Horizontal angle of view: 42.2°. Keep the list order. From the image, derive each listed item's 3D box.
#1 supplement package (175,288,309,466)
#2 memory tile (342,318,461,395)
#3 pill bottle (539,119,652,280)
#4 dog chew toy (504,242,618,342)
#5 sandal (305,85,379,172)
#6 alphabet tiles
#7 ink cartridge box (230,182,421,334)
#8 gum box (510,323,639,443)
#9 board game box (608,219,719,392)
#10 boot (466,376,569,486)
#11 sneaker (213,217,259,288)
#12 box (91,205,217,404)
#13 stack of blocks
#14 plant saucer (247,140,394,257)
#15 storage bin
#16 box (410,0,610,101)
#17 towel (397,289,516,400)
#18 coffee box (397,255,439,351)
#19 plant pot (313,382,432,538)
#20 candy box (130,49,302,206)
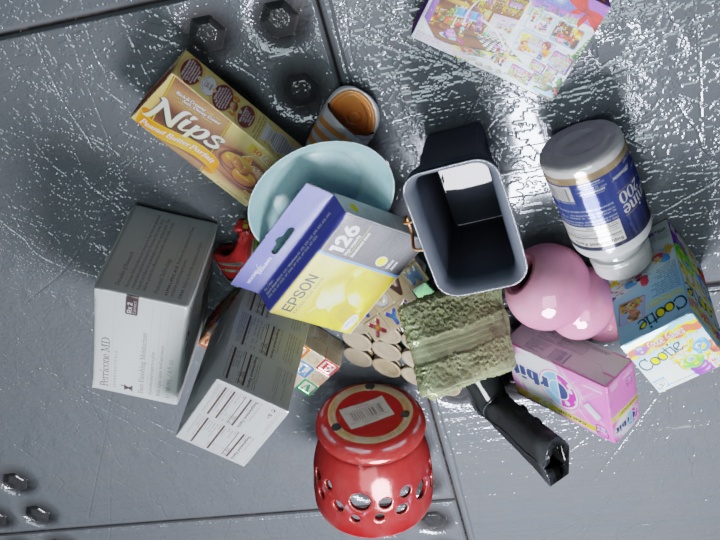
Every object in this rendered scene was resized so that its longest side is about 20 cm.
[{"bbox_3d":[-0.162,0.143,1.330,0.110,0.201,0.156,27,131,-13],"label":"supplement package"},{"bbox_3d":[0.064,0.126,1.429,0.199,0.017,0.154,17,146,16],"label":"memory tile"},{"bbox_3d":[0.318,-0.087,1.226,0.110,0.111,0.201,-18,124,20],"label":"pill bottle"},{"bbox_3d":[0.304,0.042,1.328,0.199,0.125,0.125,25,127,-22],"label":"dog chew toy"},{"bbox_3d":[-0.041,-0.151,1.256,0.079,0.059,0.207,26,126,-13],"label":"sandal"},{"bbox_3d":[0.000,0.000,1.352,0.166,0.006,0.201,-35,93,29],"label":"alphabet tiles"},{"bbox_3d":[-0.041,-0.009,1.268,0.199,0.047,0.198,15,127,-37],"label":"ink cartridge box"},{"bbox_3d":[0.308,0.157,1.384,0.199,0.066,0.114,25,143,45],"label":"gum box"},{"bbox_3d":[0.409,0.045,1.261,0.105,0.201,0.103,-31,118,28],"label":"board game box"},{"bbox_3d":[0.230,0.214,1.417,0.065,0.200,0.165,-35,129,-6],"label":"boot"},{"bbox_3d":[-0.140,-0.046,1.341,0.199,0.077,0.085,-33,105,31],"label":"sneaker"},{"bbox_3d":[-0.299,0.049,1.356,0.130,0.201,0.200,12,129,-3],"label":"box"},{"bbox_3d":[-0.140,0.116,1.477,0.199,0.059,0.115,34,125,-18],"label":"stack of blocks"},{"bbox_3d":[-0.055,-0.100,1.231,0.200,0.039,0.202,-12,136,-12],"label":"plant saucer"},{"bbox_3d":[0.133,-0.087,1.236,0.145,0.135,0.201,-12,124,16],"label":"storage bin"},{"bbox_3d":[0.178,-0.306,1.121,0.199,0.039,0.137,22,128,-10],"label":"box"},{"bbox_3d":[0.143,0.092,1.327,0.036,0.199,0.149,-19,86,51],"label":"towel"},{"bbox_3d":[0.076,0.052,1.408,0.123,0.044,0.200,-30,118,29],"label":"coffee box"},{"bbox_3d":[0.020,0.301,1.512,0.199,0.201,0.184,2,125,6],"label":"plant pot"},{"bbox_3d":[-0.190,-0.184,1.239,0.200,0.056,0.115,39,137,-20],"label":"candy box"}]
